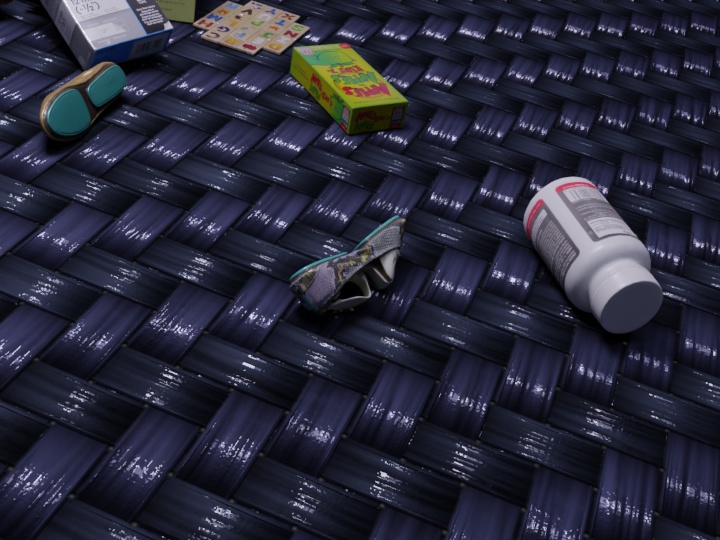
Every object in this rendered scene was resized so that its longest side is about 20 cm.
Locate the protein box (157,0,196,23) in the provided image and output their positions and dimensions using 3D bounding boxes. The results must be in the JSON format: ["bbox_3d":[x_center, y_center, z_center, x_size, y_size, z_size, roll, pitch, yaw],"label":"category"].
[{"bbox_3d":[-0.368,-0.552,1.599,0.197,0.201,0.135,5,37,-10],"label":"protein box"}]

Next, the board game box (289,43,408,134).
[{"bbox_3d":[-0.021,-0.290,1.488,0.101,0.048,0.200,-12,43,-29],"label":"board game box"}]

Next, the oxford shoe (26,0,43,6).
[{"bbox_3d":[-0.453,-0.419,1.531,0.199,0.071,0.073,30,73,10],"label":"oxford shoe"}]

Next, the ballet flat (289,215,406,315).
[{"bbox_3d":[0.000,0.000,1.111,0.072,0.072,0.200,33,41,25],"label":"ballet flat"}]

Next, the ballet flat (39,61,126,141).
[{"bbox_3d":[-0.393,-0.227,1.297,0.063,0.069,0.200,-6,27,24],"label":"ballet flat"}]

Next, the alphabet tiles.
[{"bbox_3d":[-0.188,-0.426,1.651,0.165,0.006,0.200,21,38,10],"label":"alphabet tiles"}]

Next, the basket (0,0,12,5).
[{"bbox_3d":[-0.656,-0.480,1.469,0.199,0.143,0.149,34,44,23],"label":"basket"}]

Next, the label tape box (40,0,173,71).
[{"bbox_3d":[-0.402,-0.416,1.448,0.143,0.066,0.201,-28,83,-36],"label":"label tape box"}]

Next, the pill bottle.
[{"bbox_3d":[0.289,-0.018,1.171,0.110,0.111,0.201,-2,39,-18],"label":"pill bottle"}]
